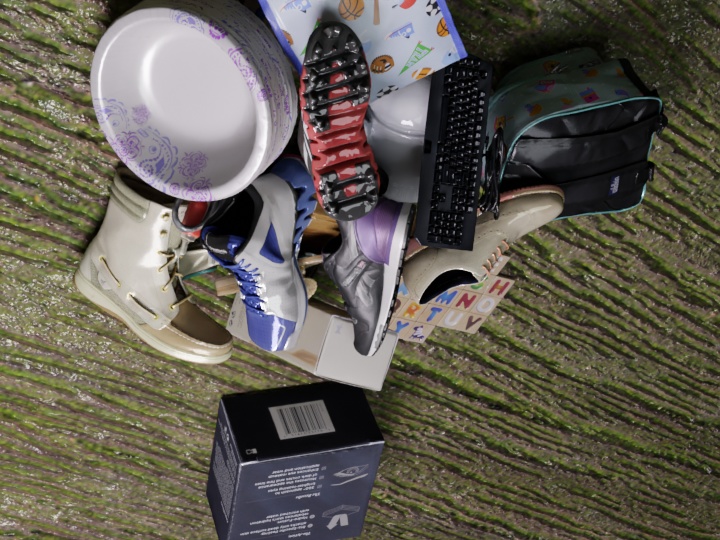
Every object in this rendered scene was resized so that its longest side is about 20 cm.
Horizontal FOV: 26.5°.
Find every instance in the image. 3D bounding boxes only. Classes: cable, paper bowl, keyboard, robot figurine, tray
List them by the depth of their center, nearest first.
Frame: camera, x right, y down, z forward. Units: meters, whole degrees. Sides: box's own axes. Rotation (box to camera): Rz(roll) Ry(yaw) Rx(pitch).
[{"bbox_3d":[-0.155,-0.179,1.491,0.199,0.104,0.203,14,124,21],"label":"paper bowl"},{"bbox_3d":[0.114,-0.121,1.575,0.103,0.039,0.203,5,93,-34],"label":"keyboard"},{"bbox_3d":[-0.148,-0.107,1.597,0.096,0.050,0.202,11,85,-30],"label":"cable"},{"bbox_3d":[0.057,-0.155,1.650,0.168,0.113,0.201,-22,141,-26],"label":"robot figurine"},{"bbox_3d":[-0.005,-0.043,1.671,0.199,0.037,0.098,13,155,-38],"label":"tray"}]

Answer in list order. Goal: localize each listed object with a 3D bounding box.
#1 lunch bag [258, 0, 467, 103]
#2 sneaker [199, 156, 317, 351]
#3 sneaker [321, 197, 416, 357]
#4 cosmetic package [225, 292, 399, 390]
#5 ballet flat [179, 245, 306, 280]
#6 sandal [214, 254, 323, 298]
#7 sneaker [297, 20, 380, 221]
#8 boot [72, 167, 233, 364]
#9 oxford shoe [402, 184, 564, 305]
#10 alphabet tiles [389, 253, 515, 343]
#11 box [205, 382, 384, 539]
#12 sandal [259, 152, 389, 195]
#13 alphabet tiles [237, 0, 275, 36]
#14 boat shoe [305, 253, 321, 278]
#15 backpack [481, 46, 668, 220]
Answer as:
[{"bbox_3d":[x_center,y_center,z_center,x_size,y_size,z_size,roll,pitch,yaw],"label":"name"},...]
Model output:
[{"bbox_3d":[-0.008,-0.268,1.490,0.169,0.125,0.200,-28,147,5],"label":"lunch bag"},{"bbox_3d":[-0.114,-0.013,1.565,0.115,0.080,0.202,-17,121,-44],"label":"sneaker"},{"bbox_3d":[0.000,0.000,1.614,0.087,0.076,0.201,14,128,4],"label":"sneaker"},{"bbox_3d":[-0.059,0.071,1.761,0.104,0.199,0.072,17,92,-36],"label":"cosmetic package"},{"bbox_3d":[-0.159,-0.027,1.701,0.198,0.070,0.070,-12,139,6],"label":"ballet flat"},{"bbox_3d":[-0.088,0.028,1.697,0.077,0.070,0.211,-11,180,-37],"label":"sandal"},{"bbox_3d":[-0.028,-0.152,1.474,0.070,0.098,0.202,-13,123,-11],"label":"sneaker"},{"bbox_3d":[-0.204,-0.004,1.639,0.156,0.199,0.072,-64,168,25],"label":"boot"},{"bbox_3d":[0.136,-0.024,1.646,0.199,0.074,0.071,-28,146,13],"label":"oxford shoe"},{"bbox_3d":[0.095,0.029,1.938,0.198,0.008,0.168,13,126,-34],"label":"alphabet tiles"},{"bbox_3d":[-0.090,0.261,2.005,0.194,0.118,0.201,-6,134,-20],"label":"box"},{"bbox_3d":[-0.060,-0.099,1.652,0.198,0.046,0.075,-7,149,23],"label":"sandal"},{"bbox_3d":[-0.054,-0.303,1.527,0.198,0.006,0.167,13,127,-35],"label":"alphabet tiles"},{"bbox_3d":[-0.054,-0.048,1.747,0.074,0.062,0.201,2,132,-27],"label":"boat shoe"},{"bbox_3d":[0.217,-0.146,1.705,0.198,0.154,0.177,-19,140,-22],"label":"backpack"}]
